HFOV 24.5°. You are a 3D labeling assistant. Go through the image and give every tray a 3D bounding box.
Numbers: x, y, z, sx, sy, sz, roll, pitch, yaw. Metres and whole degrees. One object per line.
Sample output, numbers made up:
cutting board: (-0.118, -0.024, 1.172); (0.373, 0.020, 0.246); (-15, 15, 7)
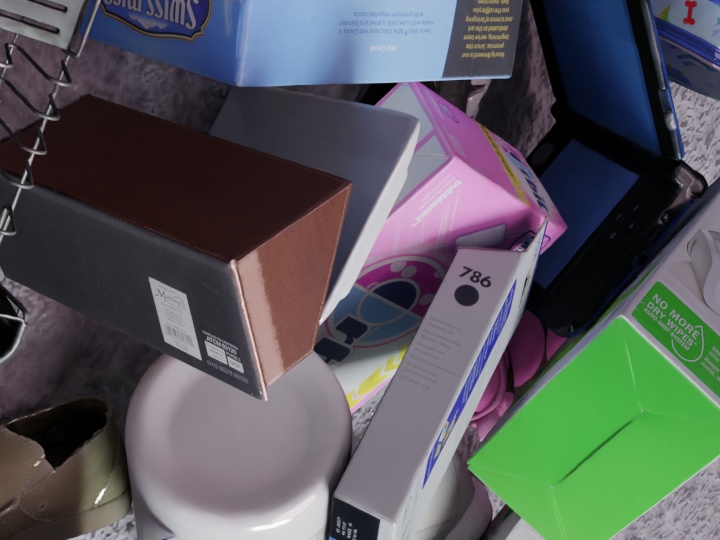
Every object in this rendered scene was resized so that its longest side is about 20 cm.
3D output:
tray: (-0.038, -0.035, 0.826); (0.022, 0.199, 0.108); (30, 85, -30)

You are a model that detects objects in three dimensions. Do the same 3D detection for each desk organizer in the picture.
desk organizer: (-0.091, -0.018, 0.776); (0.077, 0.199, 0.072); (-35, 129, -33)

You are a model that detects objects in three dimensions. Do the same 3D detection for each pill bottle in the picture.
pill bottle: (-0.065, 0.127, 0.887); (0.114, 0.114, 0.201); (-42, 159, -26)

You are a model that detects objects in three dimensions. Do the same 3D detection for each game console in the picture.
game console: (0.110, -0.082, 0.980); (0.118, 0.200, 0.171); (39, 93, -20)

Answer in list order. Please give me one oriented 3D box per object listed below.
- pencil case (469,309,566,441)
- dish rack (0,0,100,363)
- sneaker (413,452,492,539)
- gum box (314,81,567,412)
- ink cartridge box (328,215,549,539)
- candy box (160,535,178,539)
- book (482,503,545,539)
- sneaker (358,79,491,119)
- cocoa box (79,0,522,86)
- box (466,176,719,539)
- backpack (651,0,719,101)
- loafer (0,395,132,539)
pencil case: (0.131, 0.054, 1.119); (0.198, 0.094, 0.091); (-9, 152, -42)
dish rack: (-0.196, -0.067, 0.710); (0.152, 0.055, 0.202); (14, 109, -30)
sneaker: (0.001, 0.182, 1.062); (0.200, 0.075, 0.093); (-49, 128, -30)
gum box: (0.000, 0.000, 0.918); (0.200, 0.067, 0.113); (-41, 141, 19)
ink cartridge box: (0.040, 0.065, 0.866); (0.201, 0.039, 0.100); (-59, 166, -32)
candy box: (-0.197, 0.198, 0.778); (0.199, 0.167, 0.072); (-8, 75, -44)
book: (0.065, 0.229, 1.080); (0.201, 0.048, 0.134); (-52, 174, -2)
sneaker: (0.030, -0.062, 0.987); (0.090, 0.066, 0.203); (-11, 111, -39)
cocoa box: (-0.022, -0.169, 0.832); (0.199, 0.133, 0.133); (-8, 112, -44)
box: (0.176, 0.048, 0.965); (0.176, 0.097, 0.200); (-44, 174, -37)
backpack: (0.240, -0.185, 1.050); (0.182, 0.199, 0.149); (20, 92, -49)
loafer: (-0.194, 0.107, 0.820); (0.199, 0.075, 0.069); (-16, 117, -52)
